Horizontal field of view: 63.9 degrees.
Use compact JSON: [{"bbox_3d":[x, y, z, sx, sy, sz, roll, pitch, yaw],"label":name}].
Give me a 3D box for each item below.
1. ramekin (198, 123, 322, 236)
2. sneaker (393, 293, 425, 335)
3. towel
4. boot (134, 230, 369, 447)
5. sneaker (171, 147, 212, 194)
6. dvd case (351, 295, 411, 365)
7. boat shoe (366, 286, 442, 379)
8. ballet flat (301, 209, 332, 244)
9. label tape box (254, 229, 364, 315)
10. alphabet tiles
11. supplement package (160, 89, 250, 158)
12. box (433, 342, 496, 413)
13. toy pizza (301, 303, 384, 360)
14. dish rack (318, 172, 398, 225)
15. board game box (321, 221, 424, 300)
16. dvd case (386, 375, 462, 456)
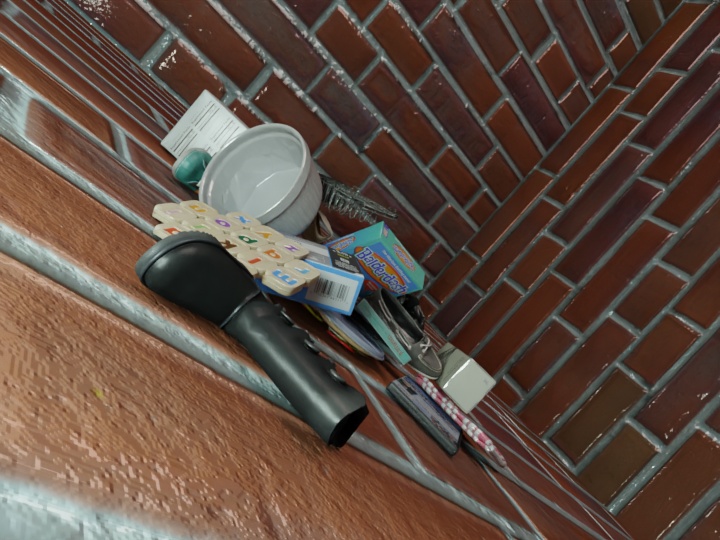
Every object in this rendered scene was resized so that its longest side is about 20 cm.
[{"bbox_3d":[-0.157,-0.132,0.959,0.200,0.200,0.105,45,-5,37],"label":"ramekin"},{"bbox_3d":[0.062,0.064,1.175,0.076,0.112,0.201,4,45,-42],"label":"sneaker"},{"bbox_3d":[0.189,0.275,1.073,0.200,0.030,0.146,43,-4,35],"label":"towel"},{"bbox_3d":[-0.084,0.065,0.495,0.200,0.066,0.165,49,7,19],"label":"boot"},{"bbox_3d":[-0.260,-0.156,1.032,0.080,0.072,0.200,39,1,11],"label":"sneaker"},{"bbox_3d":[0.001,0.084,1.030,0.146,0.022,0.200,53,-11,-24],"label":"dvd case"},{"bbox_3d":[0.085,0.116,1.073,0.200,0.057,0.067,46,34,8],"label":"boat shoe"},{"bbox_3d":[-0.082,-0.050,1.163,0.069,0.062,0.202,-83,162,-59],"label":"ballet flat"},{"bbox_3d":[-0.081,-0.009,0.870,0.142,0.064,0.200,17,12,-11],"label":"label tape box"},{"bbox_3d":[-0.147,-0.031,0.701,0.199,0.015,0.195,30,18,10],"label":"alphabet tiles"},{"bbox_3d":[-0.283,-0.247,1.247,0.200,0.147,0.191,42,3,-3],"label":"supplement package"},{"bbox_3d":[0.187,0.202,1.118,0.068,0.082,0.200,44,-3,-3],"label":"box"},{"bbox_3d":[-0.041,0.084,0.942,0.200,0.032,0.200,42,1,0],"label":"toy pizza"},{"bbox_3d":[-0.031,-0.130,1.049,0.152,0.055,0.199,13,16,-47],"label":"dish rack"},{"bbox_3d":[0.000,0.000,1.097,0.152,0.198,0.045,47,39,-33],"label":"board game box"},{"bbox_3d":[0.112,0.236,0.965,0.143,0.018,0.200,45,3,14],"label":"dvd case"}]
